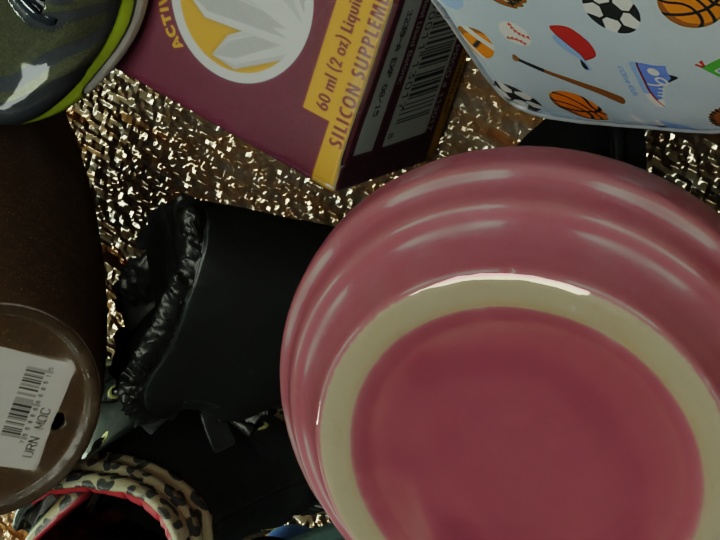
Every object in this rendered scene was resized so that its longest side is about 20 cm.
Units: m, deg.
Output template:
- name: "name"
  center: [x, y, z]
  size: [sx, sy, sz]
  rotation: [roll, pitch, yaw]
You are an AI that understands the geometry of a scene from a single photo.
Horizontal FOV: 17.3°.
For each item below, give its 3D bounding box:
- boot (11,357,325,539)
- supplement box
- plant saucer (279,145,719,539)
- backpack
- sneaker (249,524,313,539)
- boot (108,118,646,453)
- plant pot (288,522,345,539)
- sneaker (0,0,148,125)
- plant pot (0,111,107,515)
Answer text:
- name: "boot"
  center: [-0.111, 0.090, 1.009]
  size: [0.202, 0.153, 0.074]
  rotation: [-1, 102, 31]
- name: "supplement box"
  center: [-0.053, -0.130, 0.961]
  size: [0.199, 0.085, 0.111]
  rotation: [29, 115, 23]
- name: "plant saucer"
  center: [0.063, 0.057, 0.834]
  size: [0.199, 0.051, 0.202]
  rotation: [8, 120, 13]
- name: "backpack"
  center: [0.105, -0.138, 0.770]
  size: [0.189, 0.200, 0.155]
  rotation: [1, 59, 34]
- name: "sneaker"
  center: [-0.038, 0.216, 1.039]
  size: [0.070, 0.078, 0.202]
  rotation: [-4, 99, 32]
- name: "boot"
  center: [0.000, -0.001, 0.901]
  size: [0.199, 0.161, 0.074]
  rotation: [121, 151, -44]
- name: "plant pot"
  center: [0.015, 0.208, 0.926]
  size: [0.198, 0.134, 0.202]
  rotation: [0, 97, 2]
- name: "sneaker"
  center: [-0.114, -0.143, 0.896]
  size: [0.074, 0.081, 0.201]
  rotation: [35, 116, 20]
- name: "plant pot"
  center: [-0.177, 0.010, 0.964]
  size: [0.200, 0.185, 0.188]
  rotation: [47, 128, 55]
